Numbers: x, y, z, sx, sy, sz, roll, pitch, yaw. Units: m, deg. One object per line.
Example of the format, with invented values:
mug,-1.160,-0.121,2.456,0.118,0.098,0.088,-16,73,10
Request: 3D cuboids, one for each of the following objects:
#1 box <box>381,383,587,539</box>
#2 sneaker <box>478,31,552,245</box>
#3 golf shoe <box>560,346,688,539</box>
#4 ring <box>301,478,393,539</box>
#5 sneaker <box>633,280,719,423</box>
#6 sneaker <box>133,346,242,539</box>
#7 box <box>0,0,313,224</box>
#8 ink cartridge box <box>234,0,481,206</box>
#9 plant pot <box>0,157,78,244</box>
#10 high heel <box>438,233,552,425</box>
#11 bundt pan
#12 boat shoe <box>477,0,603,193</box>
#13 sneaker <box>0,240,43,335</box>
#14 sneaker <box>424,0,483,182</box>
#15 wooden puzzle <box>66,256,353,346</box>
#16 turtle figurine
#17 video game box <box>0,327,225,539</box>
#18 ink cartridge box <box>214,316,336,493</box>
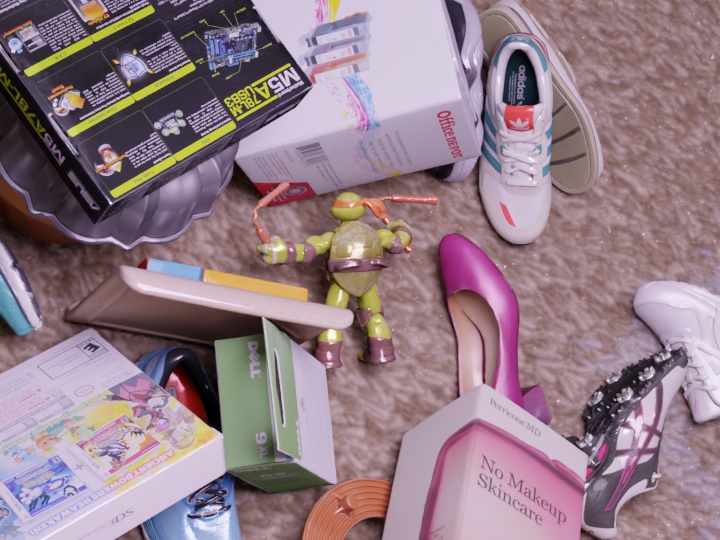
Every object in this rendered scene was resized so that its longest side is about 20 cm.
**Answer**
box,0.099,0.217,1.327,0.128,0.109,0.200,35,42,-20
sneaker,0.142,-0.122,1.497,0.070,0.093,0.200,2,95,8
golf shoe,0.243,0.154,1.488,0.200,0.077,0.088,-46,103,-24
ring,0.034,0.261,1.330,0.200,0.019,0.201,28,43,-31
sneaker,0.333,0.093,1.546,0.200,0.078,0.099,40,63,-5
sneaker,-0.138,0.153,1.293,0.078,0.090,0.200,-11,76,-28
box,-0.165,-0.161,1.182,0.200,0.048,0.193,-35,90,-32
ink cartridge box,-0.010,-0.162,1.396,0.200,0.145,0.145,-12,72,6
plant pot,-0.231,-0.109,1.326,0.200,0.140,0.200,9,67,-21
high heel,0.100,0.067,1.448,0.096,0.067,0.200,-23,84,-41
bundt pan,-0.179,-0.122,1.231,0.202,0.076,0.202,9,66,-21
boat shoe,0.184,-0.174,1.579,0.200,0.075,0.068,63,35,-9
sneaker,-0.333,-0.016,1.294,0.200,0.078,0.080,43,78,2
sneaker,0.052,-0.184,1.524,0.114,0.075,0.200,8,67,-22
wooden puzzle,-0.123,0.029,1.287,0.185,0.200,0.037,12,77,-21
turtle figurine,0.000,0.000,1.408,0.200,0.064,0.161,-7,96,-39
video game box,-0.233,0.140,1.221,0.200,0.047,0.182,-28,41,-29
ink cartridge box,-0.072,0.110,1.278,0.059,0.200,0.104,-8,74,9
